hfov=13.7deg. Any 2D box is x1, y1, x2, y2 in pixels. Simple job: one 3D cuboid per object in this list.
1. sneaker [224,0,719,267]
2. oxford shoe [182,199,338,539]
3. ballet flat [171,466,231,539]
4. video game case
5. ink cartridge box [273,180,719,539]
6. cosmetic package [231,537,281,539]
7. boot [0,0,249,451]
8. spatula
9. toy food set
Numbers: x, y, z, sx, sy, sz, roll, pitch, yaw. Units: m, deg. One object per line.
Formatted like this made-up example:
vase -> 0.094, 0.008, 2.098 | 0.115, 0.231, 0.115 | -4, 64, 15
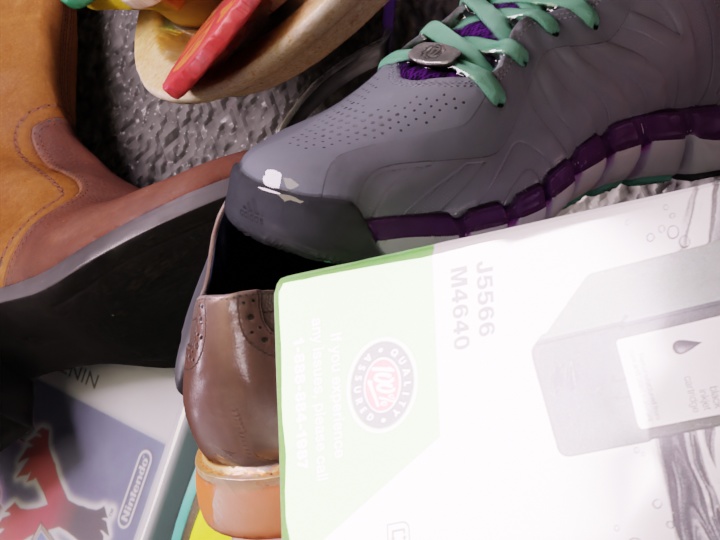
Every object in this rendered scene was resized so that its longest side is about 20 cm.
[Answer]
sneaker -> 0.040, -0.061, 0.786 | 0.074, 0.200, 0.088 | 20, 116, 37
oxford shoe -> 0.000, 0.000, 0.834 | 0.071, 0.200, 0.073 | -8, 109, 15
ballet flat -> -0.036, 0.119, 0.922 | 0.067, 0.067, 0.201 | 31, 105, 21
video game case -> -0.138, 0.102, 1.037 | 0.182, 0.023, 0.201 | 22, 95, 43
ink cartridge box -> 0.086, 0.060, 0.688 | 0.199, 0.084, 0.146 | -13, 67, 26
cosmetic package -> 0.010, 0.149, 0.847 | 0.103, 0.087, 0.201 | 9, 86, 44
boot -> -0.094, -0.047, 1.016 | 0.188, 0.068, 0.201 | -33, 43, 26
spatula -> -0.015, -0.044, 0.895 | 0.020, 0.057, 0.201 | 21, 59, 10
toy food set -> -0.012, -0.134, 0.910 | 0.199, 0.049, 0.200 | -59, 24, -10
